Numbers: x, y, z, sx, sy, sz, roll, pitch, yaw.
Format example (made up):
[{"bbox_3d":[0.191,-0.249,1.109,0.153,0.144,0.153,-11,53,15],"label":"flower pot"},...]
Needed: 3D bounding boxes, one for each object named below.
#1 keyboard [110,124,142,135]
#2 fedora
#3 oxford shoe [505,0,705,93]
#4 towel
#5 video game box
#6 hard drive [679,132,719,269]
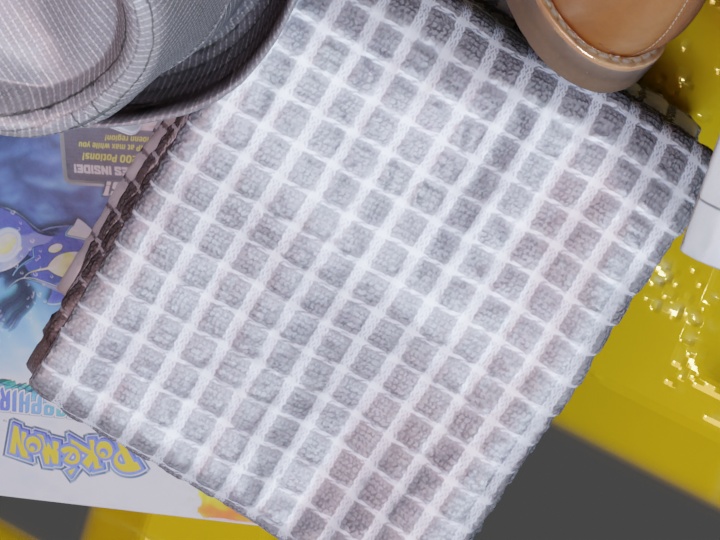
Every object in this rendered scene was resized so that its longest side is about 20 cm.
[{"bbox_3d":[-0.067,-0.147,0.904,0.056,0.011,0.201,21,83,-23],"label":"keyboard"},{"bbox_3d":[-0.108,-0.118,0.792,0.176,0.090,0.200,-16,113,25],"label":"fedora"},{"bbox_3d":[0.052,-0.159,0.864,0.200,0.071,0.071,57,142,8],"label":"oxford shoe"},{"bbox_3d":[0.000,0.000,0.908,0.165,0.086,0.200,29,104,-11],"label":"towel"},{"bbox_3d":[-0.074,0.001,1.014,0.199,0.047,0.183,4,112,24],"label":"video game box"},{"bbox_3d":[0.182,-0.072,0.764,0.132,0.027,0.200,20,117,7],"label":"hard drive"}]
